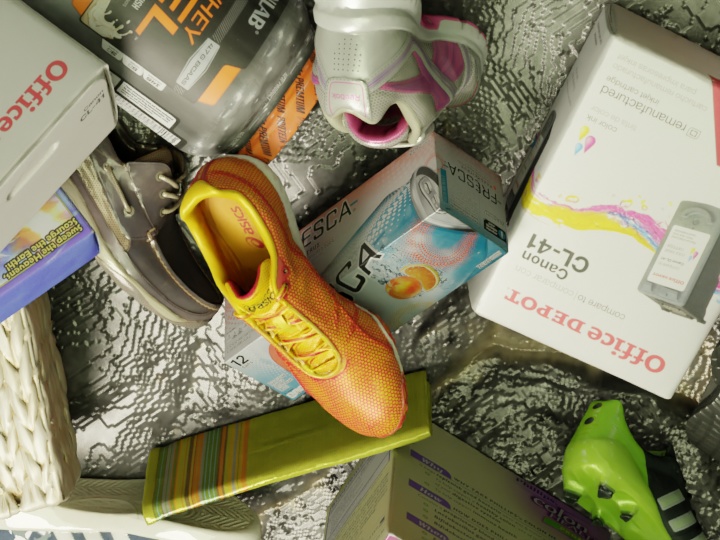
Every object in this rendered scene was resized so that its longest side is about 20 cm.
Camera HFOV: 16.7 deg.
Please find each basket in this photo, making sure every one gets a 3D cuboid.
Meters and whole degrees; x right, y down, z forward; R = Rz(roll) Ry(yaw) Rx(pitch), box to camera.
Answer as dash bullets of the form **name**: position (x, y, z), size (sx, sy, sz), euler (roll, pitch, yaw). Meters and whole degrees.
- **basket**: position (-0.257, 0.064, 1.568), size (0.123, 0.136, 0.201), euler (-10, 95, 0)

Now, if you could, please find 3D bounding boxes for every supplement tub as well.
- **supplement tub**: position (-0.118, -0.154, 1.505), size (0.200, 0.123, 0.123), euler (35, 108, -10)

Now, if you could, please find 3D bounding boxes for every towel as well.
- **towel**: position (-0.048, 0.118, 1.617), size (0.199, 0.086, 0.018), euler (-17, 116, 8)

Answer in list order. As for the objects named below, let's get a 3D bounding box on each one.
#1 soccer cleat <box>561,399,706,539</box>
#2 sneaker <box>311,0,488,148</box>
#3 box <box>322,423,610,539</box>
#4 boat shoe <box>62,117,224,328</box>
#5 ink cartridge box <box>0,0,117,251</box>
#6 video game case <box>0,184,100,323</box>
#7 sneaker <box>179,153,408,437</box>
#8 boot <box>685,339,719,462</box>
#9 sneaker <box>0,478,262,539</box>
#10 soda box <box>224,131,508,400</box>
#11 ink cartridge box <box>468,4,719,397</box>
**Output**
- **soccer cleat**: position (0.202, 0.166, 1.634), size (0.067, 0.081, 0.200), euler (-9, 133, 38)
- **sneaker**: position (0.016, -0.115, 1.478), size (0.081, 0.200, 0.089), euler (8, 88, 24)
- **box**: position (0.069, 0.204, 1.582), size (0.176, 0.200, 0.097), euler (31, 109, -9)
- **boat shoe**: position (-0.148, -0.050, 1.570), size (0.073, 0.075, 0.200), euler (-36, 105, 14)
- **ink cartridge box**: position (-0.264, -0.108, 1.434), size (0.200, 0.086, 0.148), euler (38, 75, 11)
- **video game case**: position (-0.289, -0.028, 1.475), size (0.200, 0.045, 0.181), euler (-35, 74, -11)
- **sneaker**: position (-0.045, 0.025, 1.481), size (0.073, 0.077, 0.200), euler (-33, 100, 30)
- **boot**: position (0.271, 0.045, 1.574), size (0.068, 0.200, 0.131), euler (26, 65, 13)
- **sneaker**: position (-0.163, 0.190, 1.659), size (0.199, 0.075, 0.085), euler (4, 109, 12)
- **soda box**: position (0.000, 0.000, 1.546), size (0.063, 0.069, 0.200), euler (30, 129, -32)
- **ink cartridge box**: position (0.176, -0.043, 1.543), size (0.147, 0.086, 0.200), euler (24, 108, -6)
